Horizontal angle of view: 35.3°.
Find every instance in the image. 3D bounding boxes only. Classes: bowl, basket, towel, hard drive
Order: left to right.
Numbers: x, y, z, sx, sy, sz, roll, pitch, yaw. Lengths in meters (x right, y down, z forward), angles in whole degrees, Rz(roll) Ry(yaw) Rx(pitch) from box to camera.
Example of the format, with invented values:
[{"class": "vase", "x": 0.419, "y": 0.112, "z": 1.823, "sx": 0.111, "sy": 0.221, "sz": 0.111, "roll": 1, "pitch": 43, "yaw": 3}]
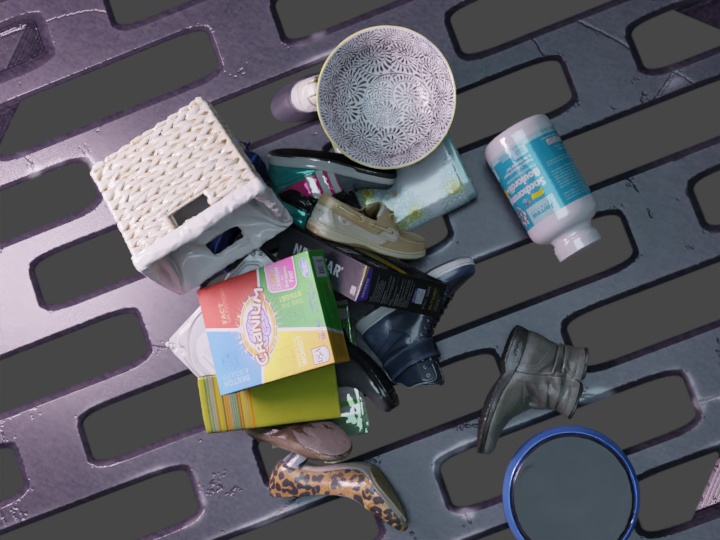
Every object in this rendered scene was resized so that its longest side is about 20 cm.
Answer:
[{"class": "basket", "x": -0.223, "y": -0.094, "z": 1.515, "sx": 0.197, "sy": 0.200, "sz": 0.162, "roll": -32, "pitch": 76, "yaw": 0}, {"class": "hard drive", "x": -0.166, "y": 0.082, "z": 1.629, "sx": 0.140, "sy": 0.038, "sz": 0.200, "roll": 45, "pitch": 96, "yaw": -1}, {"class": "towel", "x": -0.129, "y": 0.180, "z": 1.612, "sx": 0.197, "sy": 0.018, "sz": 0.087, "roll": -7, "pitch": 102, "yaw": 1}, {"class": "towel", "x": -0.072, "y": 0.154, "z": 1.695, "sx": 0.150, "sy": 0.023, "sz": 0.203, "roll": -9, "pitch": 85, "yaw": 6}, {"class": "bowl", "x": 0.038, "y": -0.244, "z": 1.637, "sx": 0.198, "sy": 0.094, "sz": 0.204, "roll": 0, "pitch": 91, "yaw": 3}, {"class": "towel", "x": 0.062, "y": -0.163, "z": 1.703, "sx": 0.170, "sy": 0.048, "sz": 0.202, "roll": -26, "pitch": 82, "yaw": 6}, {"class": "bowl", "x": 0.304, "y": 0.325, "z": 1.628, "sx": 0.197, "sy": 0.039, "sz": 0.204, "roll": -1, "pitch": 84, "yaw": 5}]

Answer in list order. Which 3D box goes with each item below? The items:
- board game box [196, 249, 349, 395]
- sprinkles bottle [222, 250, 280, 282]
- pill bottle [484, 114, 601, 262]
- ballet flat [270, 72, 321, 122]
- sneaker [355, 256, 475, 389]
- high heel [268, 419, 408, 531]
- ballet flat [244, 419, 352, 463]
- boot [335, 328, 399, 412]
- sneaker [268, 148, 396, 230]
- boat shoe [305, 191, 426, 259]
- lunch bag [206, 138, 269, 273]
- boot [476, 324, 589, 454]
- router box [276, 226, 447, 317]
[{"class": "board game box", "x": -0.121, "y": 0.073, "z": 1.535, "sx": 0.198, "sy": 0.040, "sz": 0.155, "roll": -19, "pitch": 82, "yaw": 30}, {"class": "sprinkles bottle", "x": -0.194, "y": 0.055, "z": 1.694, "sx": 0.068, "sy": 0.068, "sz": 0.201, "roll": 35, "pitch": 88, "yaw": 8}, {"class": "pill bottle", "x": 0.271, "y": -0.116, "z": 1.642, "sx": 0.110, "sy": 0.111, "sz": 0.202, "roll": -29, "pitch": 81, "yaw": 2}, {"class": "ballet flat", "x": -0.045, "y": -0.276, "z": 1.714, "sx": 0.197, "sy": 0.073, "sz": 0.074, "roll": -13, "pitch": 83, "yaw": 5}, {"class": "sneaker", "x": 0.110, "y": 0.086, "z": 1.647, "sx": 0.201, "sy": 0.077, "sz": 0.147, "roll": -36, "pitch": 70, "yaw": 11}, {"class": "high heel", "x": -0.035, "y": 0.336, "z": 1.655, "sx": 0.143, "sy": 0.071, "sz": 0.200, "roll": -44, "pitch": 82, "yaw": 9}, {"class": "ballet flat", "x": -0.093, "y": 0.242, "z": 1.632, "sx": 0.198, "sy": 0.067, "sz": 0.047, "roll": 11, "pitch": 121, "yaw": 33}, {"class": "boot", "x": -0.045, "y": 0.162, "z": 1.652, "sx": 0.132, "sy": 0.070, "sz": 0.200, "roll": -45, "pitch": 69, "yaw": 5}, {"class": "sneaker", "x": -0.045, "y": -0.106, "z": 1.664, "sx": 0.197, "sy": 0.084, "sz": 0.123, "roll": 10, "pitch": 109, "yaw": 17}, {"class": "boat shoe", "x": 0.019, "y": -0.065, "z": 1.619, "sx": 0.198, "sy": 0.074, "sz": 0.070, "roll": 12, "pitch": 102, "yaw": -34}, {"class": "lunch bag", "x": -0.212, "y": -0.104, "z": 1.679, "sx": 0.131, "sy": 0.136, "sz": 0.202, "roll": 21, "pitch": 85, "yaw": 7}, {"class": "boot", "x": 0.252, "y": 0.189, "z": 1.638, "sx": 0.129, "sy": 0.068, "sz": 0.202, "roll": 21, "pitch": 88, "yaw": 2}, {"class": "router box", "x": 0.000, "y": 0.000, "z": 1.588, "sx": 0.199, "sy": 0.156, "sz": 0.053, "roll": 27, "pitch": 101, "yaw": 49}]
